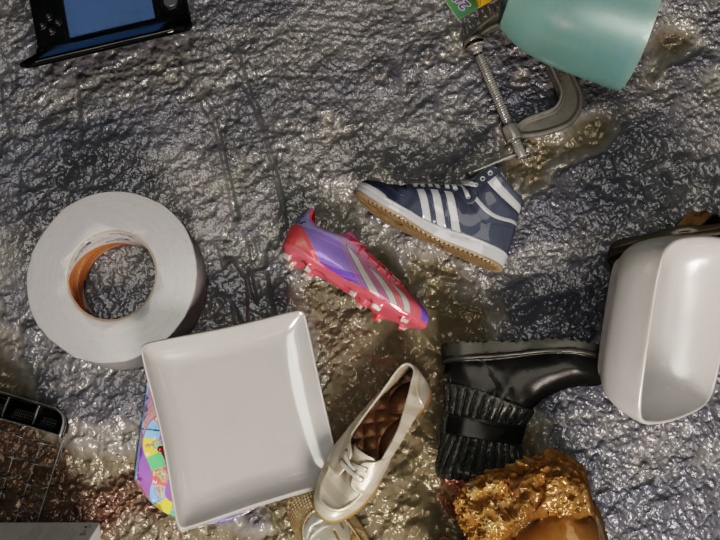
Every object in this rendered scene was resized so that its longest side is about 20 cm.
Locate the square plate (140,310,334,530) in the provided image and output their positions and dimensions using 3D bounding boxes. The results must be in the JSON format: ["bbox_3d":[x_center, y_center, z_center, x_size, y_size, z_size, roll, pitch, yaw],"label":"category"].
[{"bbox_3d":[-0.132,0.161,1.014,0.196,0.028,0.203,-11,85,-27],"label":"square plate"}]

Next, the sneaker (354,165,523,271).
[{"bbox_3d":[0.098,-0.088,1.084,0.198,0.070,0.110,25,84,-1],"label":"sneaker"}]

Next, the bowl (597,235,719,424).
[{"bbox_3d":[0.330,0.058,0.998,0.074,0.198,0.203,12,99,44],"label":"bowl"}]

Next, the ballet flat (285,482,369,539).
[{"bbox_3d":[-0.013,0.318,1.003,0.070,0.065,0.201,-39,80,-7],"label":"ballet flat"}]

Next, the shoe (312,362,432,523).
[{"bbox_3d":[0.010,0.188,1.016,0.069,0.054,0.201,27,67,24],"label":"shoe"}]

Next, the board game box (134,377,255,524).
[{"bbox_3d":[-0.180,0.186,1.045,0.155,0.039,0.203,5,77,2],"label":"board game box"}]

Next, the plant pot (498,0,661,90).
[{"bbox_3d":[0.252,-0.329,1.065,0.159,0.201,0.203,14,78,0],"label":"plant pot"}]

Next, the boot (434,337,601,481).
[{"bbox_3d":[0.186,0.162,1.027,0.208,0.080,0.160,-2,75,5],"label":"boot"}]

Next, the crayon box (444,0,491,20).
[{"bbox_3d":[0.176,-0.428,1.167,0.199,0.052,0.127,-32,79,-6],"label":"crayon box"}]

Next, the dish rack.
[{"bbox_3d":[-0.424,0.238,1.030,0.151,0.055,0.203,14,79,4],"label":"dish rack"}]

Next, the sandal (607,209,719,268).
[{"bbox_3d":[0.389,-0.038,1.080,0.197,0.082,0.055,-8,56,6],"label":"sandal"}]

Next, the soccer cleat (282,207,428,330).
[{"bbox_3d":[0.000,0.000,1.073,0.198,0.067,0.077,28,75,9],"label":"soccer cleat"}]

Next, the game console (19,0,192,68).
[{"bbox_3d":[-0.316,-0.327,1.117,0.197,0.116,0.178,-13,78,-3],"label":"game console"}]

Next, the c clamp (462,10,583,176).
[{"bbox_3d":[0.188,-0.233,1.137,0.168,0.027,0.203,-14,77,-4],"label":"c clamp"}]

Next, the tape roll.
[{"bbox_3d":[-0.284,0.012,1.071,0.197,0.066,0.203,0,77,0],"label":"tape roll"}]

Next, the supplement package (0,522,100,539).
[{"bbox_3d":[-0.381,0.361,0.934,0.197,0.152,0.153,0,100,1],"label":"supplement package"}]

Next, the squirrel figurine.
[{"bbox_3d":[0.160,0.285,0.967,0.184,0.142,0.202,-13,108,17],"label":"squirrel figurine"}]
